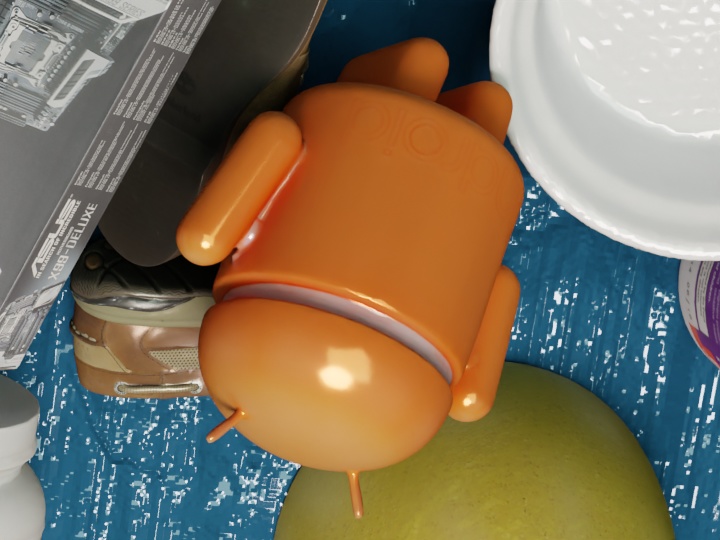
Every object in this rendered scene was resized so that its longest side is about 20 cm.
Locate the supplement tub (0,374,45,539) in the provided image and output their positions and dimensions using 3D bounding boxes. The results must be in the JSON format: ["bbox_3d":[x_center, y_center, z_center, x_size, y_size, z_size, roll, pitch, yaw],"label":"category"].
[{"bbox_3d":[-0.219,0.144,1.279,0.145,0.145,0.200,8,103,-16],"label":"supplement tub"}]

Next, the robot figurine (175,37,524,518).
[{"bbox_3d":[-0.002,-0.001,1.240,0.117,0.144,0.200,12,68,20],"label":"robot figurine"}]

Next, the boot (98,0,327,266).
[{"bbox_3d":[-0.052,-0.096,1.272,0.074,0.075,0.200,39,121,19],"label":"boot"}]

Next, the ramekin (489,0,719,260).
[{"bbox_3d":[0.160,-0.114,1.298,0.200,0.098,0.201,3,118,5],"label":"ramekin"}]

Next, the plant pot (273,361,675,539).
[{"bbox_3d":[0.070,0.159,1.357,0.200,0.142,0.200,-4,107,-13],"label":"plant pot"}]

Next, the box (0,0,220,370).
[{"bbox_3d":[-0.170,-0.081,1.236,0.158,0.050,0.200,33,97,18],"label":"box"}]

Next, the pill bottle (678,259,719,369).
[{"bbox_3d":[0.229,0.027,1.328,0.111,0.200,0.112,-4,106,-13],"label":"pill bottle"}]

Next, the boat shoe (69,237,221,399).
[{"bbox_3d":[-0.038,0.030,1.336,0.200,0.076,0.074,5,114,-13],"label":"boat shoe"}]
